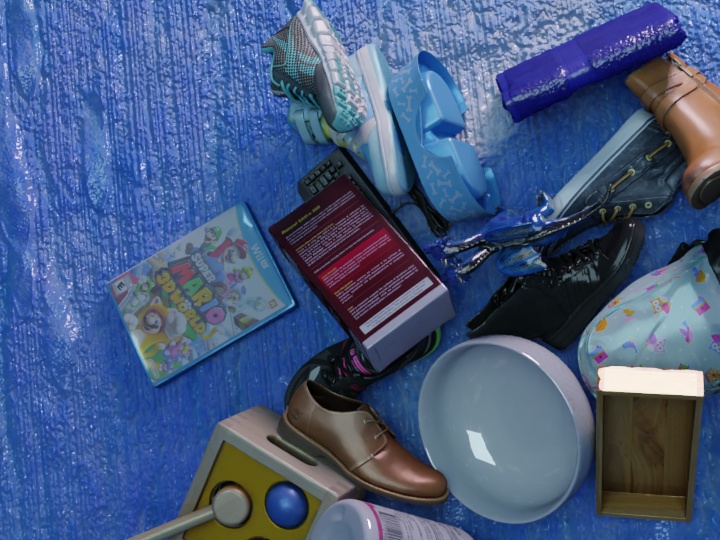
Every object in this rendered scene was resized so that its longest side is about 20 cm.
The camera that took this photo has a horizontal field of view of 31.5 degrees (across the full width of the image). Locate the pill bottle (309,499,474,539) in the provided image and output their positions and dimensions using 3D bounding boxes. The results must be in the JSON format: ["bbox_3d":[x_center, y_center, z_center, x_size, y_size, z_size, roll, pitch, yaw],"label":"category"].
[{"bbox_3d":[0.053,0.309,1.298,0.113,0.200,0.114,-35,44,43],"label":"pill bottle"}]

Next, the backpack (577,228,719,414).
[{"bbox_3d":[0.319,0.065,1.305,0.200,0.127,0.167,-28,79,13],"label":"backpack"}]

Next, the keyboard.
[{"bbox_3d":[0.025,-0.060,1.456,0.127,0.021,0.200,-38,75,7],"label":"keyboard"}]

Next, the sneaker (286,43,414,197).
[{"bbox_3d":[-0.015,-0.151,1.440,0.130,0.080,0.200,-20,56,14],"label":"sneaker"}]

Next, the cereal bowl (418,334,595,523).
[{"bbox_3d":[0.163,0.159,1.337,0.200,0.083,0.201,12,108,39],"label":"cereal bowl"}]

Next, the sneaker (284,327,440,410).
[{"bbox_3d":[-0.007,0.101,1.409,0.200,0.084,0.077,-36,74,8],"label":"sneaker"}]

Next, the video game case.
[{"bbox_3d":[-0.189,0.029,1.502,0.200,0.018,0.143,-30,75,9],"label":"video game case"}]

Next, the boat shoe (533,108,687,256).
[{"bbox_3d":[0.271,-0.073,1.365,0.091,0.071,0.200,43,94,16],"label":"boat shoe"}]

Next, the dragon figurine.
[{"bbox_3d":[0.164,-0.032,1.306,0.200,0.099,0.059,-9,115,35],"label":"dragon figurine"}]

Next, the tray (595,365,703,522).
[{"bbox_3d":[0.285,0.175,1.270,0.098,0.200,0.037,2,45,12],"label":"tray"}]

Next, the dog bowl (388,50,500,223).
[{"bbox_3d":[0.090,-0.143,1.408,0.049,0.111,0.201,-25,77,25],"label":"dog bowl"}]

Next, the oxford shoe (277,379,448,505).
[{"bbox_3d":[0.010,0.183,1.353,0.200,0.071,0.071,28,112,8],"label":"oxford shoe"}]

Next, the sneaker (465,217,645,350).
[{"bbox_3d":[0.205,0.011,1.348,0.104,0.060,0.200,29,111,-12],"label":"sneaker"}]

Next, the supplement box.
[{"bbox_3d":[0.000,0.000,1.378,0.109,0.061,0.200,-35,58,-7],"label":"supplement box"}]

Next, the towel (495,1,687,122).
[{"bbox_3d":[0.244,-0.219,1.364,0.200,0.148,0.050,-24,107,11],"label":"towel"}]

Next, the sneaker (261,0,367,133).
[{"bbox_3d":[-0.055,-0.209,1.405,0.091,0.078,0.200,-32,45,13],"label":"sneaker"}]

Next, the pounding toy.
[{"bbox_3d":[-0.128,0.262,1.374,0.200,0.142,0.185,29,106,17],"label":"pounding toy"}]

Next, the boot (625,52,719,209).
[{"bbox_3d":[0.334,-0.152,1.302,0.155,0.200,0.077,47,133,10],"label":"boot"}]
